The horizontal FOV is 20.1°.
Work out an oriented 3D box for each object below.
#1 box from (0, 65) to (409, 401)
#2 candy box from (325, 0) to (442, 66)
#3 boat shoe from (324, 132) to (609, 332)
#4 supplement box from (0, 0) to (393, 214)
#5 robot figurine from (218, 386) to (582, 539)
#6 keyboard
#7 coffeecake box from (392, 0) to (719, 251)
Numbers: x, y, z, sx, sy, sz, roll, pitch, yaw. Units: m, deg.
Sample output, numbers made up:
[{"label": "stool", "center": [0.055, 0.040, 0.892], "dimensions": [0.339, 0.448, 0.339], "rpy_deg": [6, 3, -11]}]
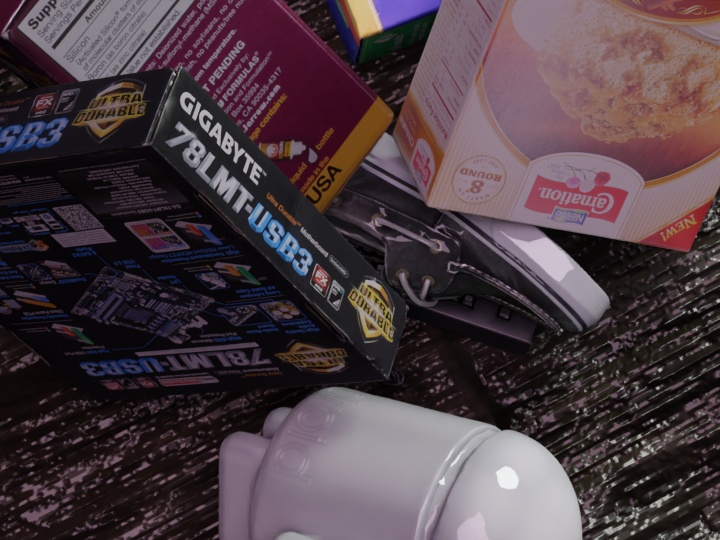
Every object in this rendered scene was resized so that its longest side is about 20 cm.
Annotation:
[{"label": "box", "center": [-0.110, -0.009, 0.966], "dimensions": [0.199, 0.198, 0.050], "rpy_deg": [-5, 55, 36]}, {"label": "candy box", "center": [0.058, -0.227, 1.108], "dimensions": [0.199, 0.077, 0.170], "rpy_deg": [-22, 83, -3]}, {"label": "boat shoe", "center": [0.034, -0.014, 1.062], "dimensions": [0.199, 0.072, 0.071], "rpy_deg": [32, 82, 18]}, {"label": "supplement box", "center": [-0.101, -0.108, 0.990], "dimensions": [0.103, 0.131, 0.200], "rpy_deg": [-52, 127, -5]}, {"label": "robot figurine", "center": [0.024, 0.125, 1.002], "dimensions": [0.199, 0.169, 0.114], "rpy_deg": [12, 115, 28]}, {"label": "keyboard", "center": [0.000, 0.000, 1.094], "dimensions": [0.199, 0.021, 0.128], "rpy_deg": [19, 80, 4]}, {"label": "coffeecake box", "center": [0.123, -0.120, 0.996], "dimensions": [0.152, 0.073, 0.201], "rpy_deg": [8, 121, -22]}]
